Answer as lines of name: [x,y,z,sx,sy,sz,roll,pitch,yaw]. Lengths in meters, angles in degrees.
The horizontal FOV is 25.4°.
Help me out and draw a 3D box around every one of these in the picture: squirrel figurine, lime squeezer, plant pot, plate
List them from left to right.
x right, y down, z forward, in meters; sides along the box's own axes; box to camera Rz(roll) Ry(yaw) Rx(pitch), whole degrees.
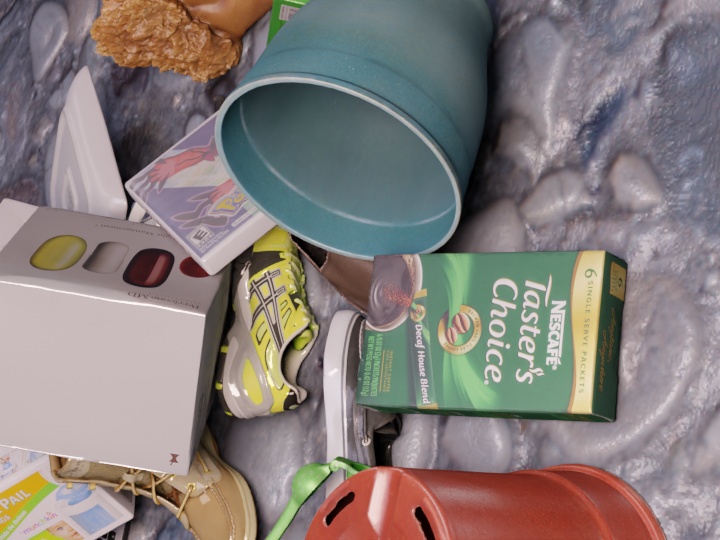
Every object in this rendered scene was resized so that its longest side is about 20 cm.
plate: [-0.284,-0.071,1.627,0.201,0.032,0.200,110,147,-46]
squirrel figurine: [-0.184,-0.283,1.525,0.141,0.186,0.201,31,101,48]
lime squeezer: [-0.009,0.175,1.218,0.199,0.038,0.071,-18,71,9]
plant pot: [0.013,-0.144,1.249,0.199,0.200,0.189,-15,41,45]
plant pot: [0.075,0.216,1.069,0.200,0.195,0.202,-18,64,43]

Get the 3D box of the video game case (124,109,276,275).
video game case: [-0.095,-0.099,1.407,0.200,0.023,0.182,-40,38,-9]

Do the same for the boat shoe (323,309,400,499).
boat shoe: [0.006,0.128,1.284,0.056,0.069,0.201,-6,70,15]

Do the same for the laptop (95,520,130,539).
laptop: [-0.333,0.277,1.567,0.187,0.116,0.201,8,84,48]

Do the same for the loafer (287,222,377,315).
loafer: [0.000,0.000,1.316,0.200,0.071,0.073,31,102,48]

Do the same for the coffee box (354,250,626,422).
coffee box: [0.095,0.047,1.180,0.199,0.044,0.124,1,77,33]

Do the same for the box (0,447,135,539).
box: [-0.325,0.214,1.522,0.199,0.113,0.102,-31,34,17]

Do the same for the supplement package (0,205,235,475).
supplement package: [-0.216,0.054,1.366,0.200,0.190,0.148,-82,1,-71]

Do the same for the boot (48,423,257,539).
boot: [-0.187,0.184,1.398,0.073,0.155,0.200,-60,41,24]

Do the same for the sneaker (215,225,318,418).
sneaker: [-0.070,0.033,1.401,0.076,0.075,0.201,2,77,20]

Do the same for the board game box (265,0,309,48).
board game box: [-0.041,-0.288,1.396,0.153,0.040,0.201,113,170,-71]

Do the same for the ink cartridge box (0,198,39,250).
ink cartridge box: [-0.344,0.048,1.552,0.116,0.066,0.201,-73,-3,-60]

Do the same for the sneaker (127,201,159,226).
sneaker: [-0.183,0.006,1.529,0.085,0.077,0.201,30,109,42]

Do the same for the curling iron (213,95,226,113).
curling iron: [-0.134,-0.085,1.516,0.026,0.049,0.201,120,154,-57]
